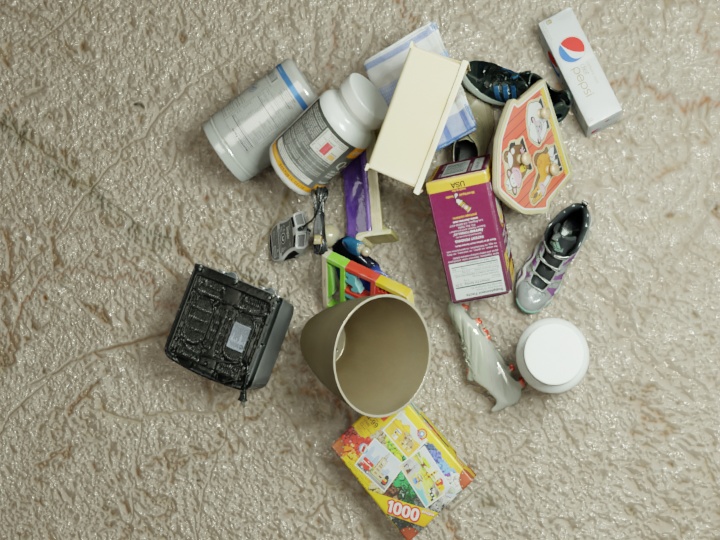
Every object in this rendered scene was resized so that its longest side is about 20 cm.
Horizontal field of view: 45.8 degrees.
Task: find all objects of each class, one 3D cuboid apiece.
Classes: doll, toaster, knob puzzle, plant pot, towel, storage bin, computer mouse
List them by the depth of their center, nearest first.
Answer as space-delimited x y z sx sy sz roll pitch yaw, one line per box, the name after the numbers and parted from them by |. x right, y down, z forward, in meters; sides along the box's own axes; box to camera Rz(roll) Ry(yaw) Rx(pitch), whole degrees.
0.094 -0.237 1.334 0.092 0.199 0.204 21 102 5 | storage bin
0.274 -0.180 1.358 0.030 0.217 0.225 5 83 45 | knob puzzle
-0.015 0.126 1.399 0.198 0.184 0.192 7 82 57 | plant pot
0.100 -0.299 1.443 0.145 0.024 0.204 -24 83 19 | towel
0.000 0.000 1.462 0.200 0.137 0.049 44 57 1 | doll
-0.103 -0.066 1.479 0.043 0.199 0.113 0 78 -29 | computer mouse
-0.229 0.109 1.492 0.177 0.119 0.204 19 87 14 | toaster

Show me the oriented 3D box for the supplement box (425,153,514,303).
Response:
0.181 -0.069 1.380 0.101 0.131 0.204 -10 107 15 | supplement box

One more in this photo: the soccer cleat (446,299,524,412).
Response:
0.195 0.141 1.425 0.077 0.069 0.202 -36 80 9 | soccer cleat

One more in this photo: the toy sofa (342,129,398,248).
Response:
0.007 -0.146 1.491 0.095 0.083 0.205 -6 82 11 | toy sofa

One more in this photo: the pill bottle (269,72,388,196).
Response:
-0.051 -0.225 1.415 0.199 0.116 0.118 -38 76 29 | pill bottle

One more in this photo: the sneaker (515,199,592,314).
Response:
0.310 -0.027 1.380 0.077 0.140 0.203 27 89 13 | sneaker

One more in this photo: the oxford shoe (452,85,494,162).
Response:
0.193 -0.237 1.465 0.069 0.075 0.205 0 82 14 | oxford shoe

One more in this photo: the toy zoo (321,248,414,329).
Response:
0.022 0.054 1.437 0.197 0.133 0.021 25 51 21 | toy zoo

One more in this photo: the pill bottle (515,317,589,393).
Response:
0.300 0.134 1.332 0.111 0.200 0.117 -1 82 11 | pill bottle

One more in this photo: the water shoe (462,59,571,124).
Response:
0.265 -0.317 1.441 0.197 0.079 0.072 25 63 0 | water shoe

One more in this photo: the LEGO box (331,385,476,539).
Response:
0.073 0.318 1.422 0.149 0.077 0.200 -44 77 4 | LEGO box

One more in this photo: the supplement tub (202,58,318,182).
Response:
-0.167 -0.267 1.518 0.198 0.132 0.133 -36 77 7 | supplement tub

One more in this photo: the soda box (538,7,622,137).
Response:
0.370 -0.336 1.442 0.063 0.068 0.204 -25 79 8 | soda box
